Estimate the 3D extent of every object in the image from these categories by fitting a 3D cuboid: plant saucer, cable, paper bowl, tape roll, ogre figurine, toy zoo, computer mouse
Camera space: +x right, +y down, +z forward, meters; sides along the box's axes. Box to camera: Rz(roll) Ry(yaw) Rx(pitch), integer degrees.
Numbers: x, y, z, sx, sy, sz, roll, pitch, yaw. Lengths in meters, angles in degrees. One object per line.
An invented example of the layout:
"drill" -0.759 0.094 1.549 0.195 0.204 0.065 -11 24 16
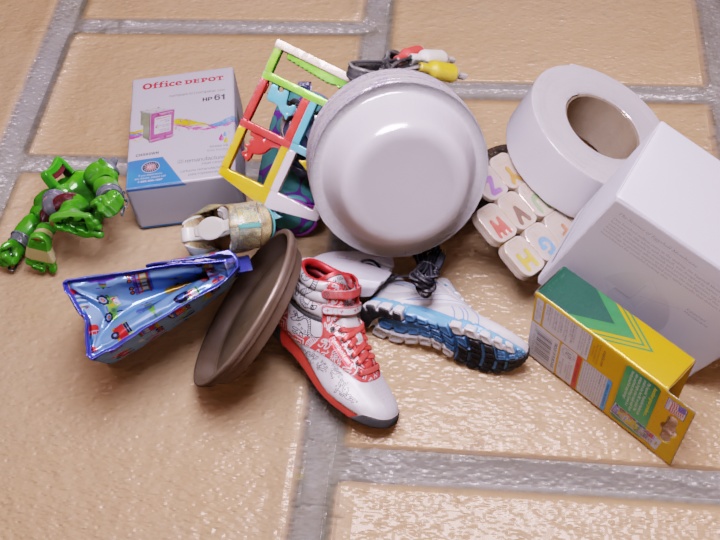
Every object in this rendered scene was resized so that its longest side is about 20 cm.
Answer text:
"plant saucer" -0.124 0.045 1.057 0.029 0.200 0.201 32 56 -18
"cable" 0.041 -0.251 1.124 0.097 0.051 0.199 36 25 29
"paper bowl" 0.042 -0.111 1.033 0.199 0.202 0.105 -10 26 -2
"tape roll" 0.282 -0.157 1.166 0.201 0.071 0.204 12 52 -16
"ogre figurine" -0.368 -0.079 1.191 0.098 0.200 0.121 31 40 -24
"toy zoo" -0.079 -0.148 1.097 0.130 0.020 0.201 26 96 0
"computer mouse" 0.000 0.000 1.104 0.198 0.044 0.110 -8 30 21

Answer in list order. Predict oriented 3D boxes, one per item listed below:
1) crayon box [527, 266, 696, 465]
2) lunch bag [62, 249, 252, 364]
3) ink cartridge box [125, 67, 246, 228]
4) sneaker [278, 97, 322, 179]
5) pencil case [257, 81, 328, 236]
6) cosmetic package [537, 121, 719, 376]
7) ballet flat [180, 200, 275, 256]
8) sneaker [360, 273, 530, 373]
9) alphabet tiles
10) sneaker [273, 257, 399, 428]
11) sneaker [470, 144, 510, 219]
"crayon box" 0.271 0.100 1.001 0.051 0.126 0.200 -39 61 -21
"lunch bag" -0.215 0.028 1.067 0.198 0.151 0.095 -20 87 -10
"ink cartridge box" -0.230 -0.167 1.256 0.143 0.085 0.201 -7 54 0
"sneaker" -0.015 -0.186 1.164 0.146 0.077 0.203 34 66 3
"pencil case" -0.081 -0.144 1.227 0.092 0.085 0.201 -5 54 19
"cosmetic package" 0.329 -0.014 0.998 0.199 0.200 0.123 35 64 3
"ballet flat" -0.174 -0.045 1.114 0.199 0.071 0.071 -8 39 54
"sneaker" 0.105 0.050 1.086 0.199 0.075 0.087 20 53 17
"alphabet tiles" 0.224 -0.066 1.133 0.199 0.015 0.196 -29 76 -37
"sneaker" -0.018 0.074 1.043 0.201 0.108 0.067 43 33 25
"sneaker" 0.164 -0.104 1.195 0.199 0.076 0.070 -18 48 -34
